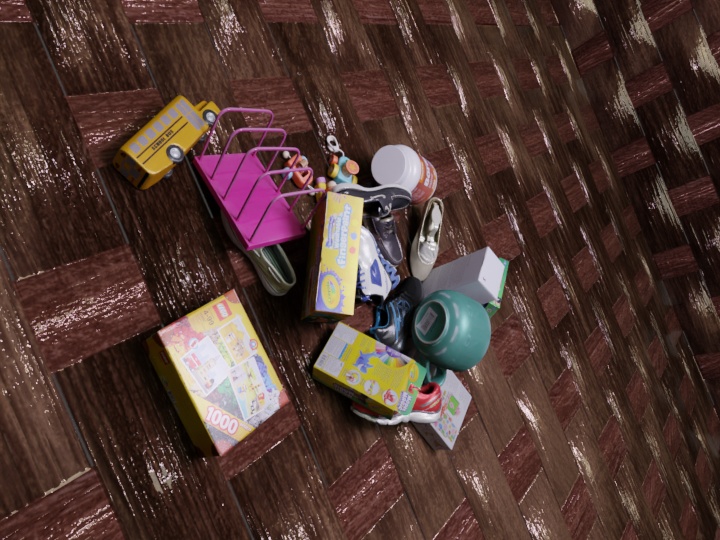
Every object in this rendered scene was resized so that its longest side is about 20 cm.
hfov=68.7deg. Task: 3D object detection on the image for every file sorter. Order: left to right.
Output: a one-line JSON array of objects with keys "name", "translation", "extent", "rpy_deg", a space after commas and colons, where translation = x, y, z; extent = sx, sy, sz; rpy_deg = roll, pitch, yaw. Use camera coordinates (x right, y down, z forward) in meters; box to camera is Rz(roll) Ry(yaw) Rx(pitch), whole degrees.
[{"name": "file sorter", "translation": [-0.172, -0.166, 0.919], "extent": [0.137, 0.126, 0.203], "rpy_deg": [-17, 65, -48]}]

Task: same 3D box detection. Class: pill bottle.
[{"name": "pill bottle", "translation": [0.100, -0.221, 1.210], "extent": [0.198, 0.109, 0.116], "rpy_deg": [3, 71, -65]}]

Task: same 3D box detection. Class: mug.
[{"name": "mug", "translation": [0.177, 0.135, 1.083], "extent": [0.112, 0.149, 0.192], "rpy_deg": [22, 60, -39]}]

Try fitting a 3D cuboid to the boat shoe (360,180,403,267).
[{"name": "boat shoe", "translation": [0.048, -0.106, 1.193], "extent": [0.071, 0.064, 0.206], "rpy_deg": [-25, 91, -43]}]

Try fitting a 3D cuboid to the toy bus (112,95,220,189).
[{"name": "toy bus", "translation": [-0.320, -0.224, 0.891], "extent": [0.078, 0.064, 0.203], "rpy_deg": [42, 50, -19]}]

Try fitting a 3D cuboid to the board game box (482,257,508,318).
[{"name": "board game box", "translation": [0.291, 0.080, 1.268], "extent": [0.028, 0.202, 0.137], "rpy_deg": [23, 53, 1]}]

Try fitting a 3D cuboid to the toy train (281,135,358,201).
[{"name": "toy train", "translation": [-0.073, -0.219, 1.128], "extent": [0.200, 0.055, 0.153], "rpy_deg": [-43, 105, -43]}]

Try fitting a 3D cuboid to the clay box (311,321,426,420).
[{"name": "clay box", "translation": [0.018, 0.193, 0.996], "extent": [0.195, 0.048, 0.116], "rpy_deg": [27, 51, 9]}]

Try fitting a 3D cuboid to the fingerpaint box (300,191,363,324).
[{"name": "fingerpaint box", "translation": [-0.053, -0.015, 0.962], "extent": [0.070, 0.167, 0.208], "rpy_deg": [8, 77, -13]}]

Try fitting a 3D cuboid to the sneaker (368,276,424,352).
[{"name": "sneaker", "translation": [0.082, 0.083, 1.149], "extent": [0.082, 0.072, 0.204], "rpy_deg": [42, 50, -24]}]

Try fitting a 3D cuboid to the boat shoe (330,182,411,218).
[{"name": "boat shoe", "translation": [0.029, -0.140, 1.103], "extent": [0.194, 0.074, 0.062], "rpy_deg": [1, 54, -31]}]

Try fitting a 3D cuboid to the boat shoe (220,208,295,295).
[{"name": "boat shoe", "translation": [-0.180, -0.051, 0.960], "extent": [0.072, 0.061, 0.203], "rpy_deg": [-41, 102, -43]}]

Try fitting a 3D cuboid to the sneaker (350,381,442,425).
[{"name": "sneaker", "translation": [0.071, 0.249, 1.039], "extent": [0.192, 0.077, 0.089], "rpy_deg": [3, 97, -20]}]

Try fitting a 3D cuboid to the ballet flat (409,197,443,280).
[{"name": "ballet flat", "translation": [0.163, -0.079, 1.262], "extent": [0.068, 0.068, 0.208], "rpy_deg": [19, 76, -36]}]

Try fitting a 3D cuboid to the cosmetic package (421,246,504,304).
[{"name": "cosmetic package", "translation": [0.226, 0.034, 1.215], "extent": [0.071, 0.197, 0.103], "rpy_deg": [42, 51, -20]}]

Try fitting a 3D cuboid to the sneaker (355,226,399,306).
[{"name": "sneaker", "translation": [0.000, 0.001, 1.099], "extent": [0.200, 0.079, 0.117], "rpy_deg": [48, 46, -22]}]

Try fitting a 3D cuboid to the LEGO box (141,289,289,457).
[{"name": "LEGO box", "translation": [-0.224, 0.160, 0.829], "extent": [0.148, 0.076, 0.205], "rpy_deg": [-32, 97, -44]}]

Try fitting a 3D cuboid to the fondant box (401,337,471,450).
[{"name": "fondant box", "translation": [0.151, 0.268, 1.158], "extent": [0.202, 0.057, 0.145], "rpy_deg": [51, 48, -15]}]
